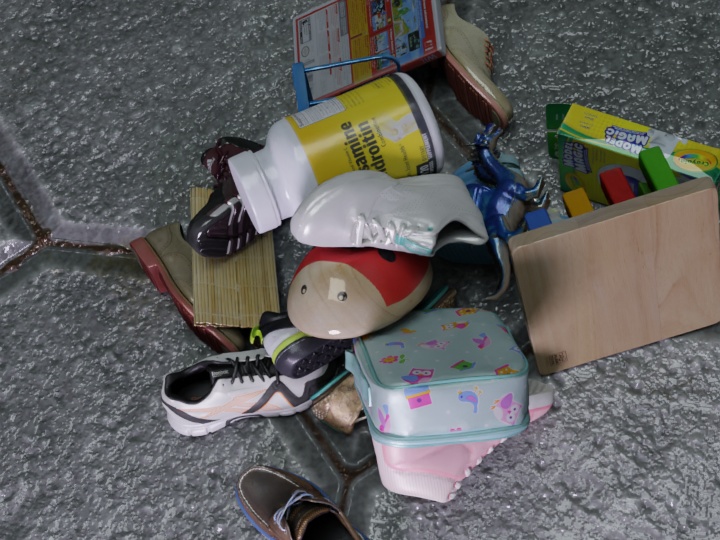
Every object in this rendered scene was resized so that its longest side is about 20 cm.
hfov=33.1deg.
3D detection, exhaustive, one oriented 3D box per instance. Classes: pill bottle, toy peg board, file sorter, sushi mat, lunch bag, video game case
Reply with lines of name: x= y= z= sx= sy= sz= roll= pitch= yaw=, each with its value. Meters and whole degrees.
pill bottle: x=-0.025 y=-0.112 z=1.211 sx=0.199 sy=0.112 sz=0.112 roll=-24 pitch=61 yaw=-8
toy peg board: x=0.249 y=-0.016 z=1.224 sx=0.198 sy=0.200 sz=0.098 roll=-17 pitch=46 yaw=3
file sorter: x=0.002 y=-0.121 z=1.355 sx=0.122 sy=0.139 sz=0.201 roll=-10 pitch=61 yaw=2
sushi mat: x=-0.142 y=-0.015 z=1.357 sx=0.095 sy=0.012 sz=0.201 roll=6 pitch=49 yaw=-17
lunch bag: x=0.069 y=0.099 z=1.157 sx=0.159 sy=0.078 sz=0.200 roll=-8 pitch=17 yaw=-5
video game case: x=0.006 y=-0.283 z=1.465 sx=0.199 sy=0.017 sz=0.144 roll=-19 pitch=59 yaw=26

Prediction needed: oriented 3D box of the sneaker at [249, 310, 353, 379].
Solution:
sneaker: x=-0.025 y=0.038 z=1.280 sx=0.199 sy=0.072 sz=0.083 roll=-24 pitch=62 yaw=-32

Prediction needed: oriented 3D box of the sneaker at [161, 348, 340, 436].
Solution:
sneaker: x=-0.118 y=0.118 z=1.288 sx=0.199 sy=0.080 sz=0.074 roll=-20 pitch=58 yaw=-1

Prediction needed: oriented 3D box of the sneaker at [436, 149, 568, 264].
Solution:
sneaker: x=0.182 y=-0.075 z=1.325 sx=0.199 sy=0.080 sz=0.131 roll=4 pitch=65 yaw=13

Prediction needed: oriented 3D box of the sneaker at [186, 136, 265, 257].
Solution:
sneaker: x=-0.154 y=-0.090 z=1.370 sx=0.115 sy=0.076 sz=0.200 roll=33 pitch=39 yaw=19

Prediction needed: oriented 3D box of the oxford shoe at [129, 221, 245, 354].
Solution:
oxford shoe: x=-0.180 y=0.016 z=1.360 sx=0.075 sy=0.071 sz=0.200 roll=-35 pitch=63 yaw=-15

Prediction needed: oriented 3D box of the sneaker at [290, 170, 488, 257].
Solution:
sneaker: x=0.034 y=-0.045 z=1.160 sx=0.199 sy=0.075 sz=0.089 roll=-9 pitch=48 yaw=-27

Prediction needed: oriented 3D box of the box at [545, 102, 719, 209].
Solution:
box: x=0.287 y=-0.111 z=1.299 sx=0.199 sy=0.117 sz=0.049 roll=23 pitch=69 yaw=22

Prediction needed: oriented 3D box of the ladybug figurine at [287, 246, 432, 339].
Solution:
ladybug figurine: x=0.000 y=0.000 z=1.220 sx=0.135 sy=0.072 sz=0.200 roll=6 pitch=26 yaw=22

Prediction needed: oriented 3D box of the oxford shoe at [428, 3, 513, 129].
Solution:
oxford shoe: x=0.131 y=-0.249 z=1.431 sx=0.074 sy=0.071 sz=0.200 roll=-30 pitch=61 yaw=-8

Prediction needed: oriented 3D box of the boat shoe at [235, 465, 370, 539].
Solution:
boat shoe: x=-0.049 y=0.250 z=1.208 sx=0.199 sy=0.072 sz=0.072 roll=30 pitch=72 yaw=24

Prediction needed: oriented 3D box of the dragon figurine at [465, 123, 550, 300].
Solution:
dragon figurine: x=0.134 y=-0.055 z=1.256 sx=0.099 sy=0.059 sz=0.201 roll=11 pitch=70 yaw=25

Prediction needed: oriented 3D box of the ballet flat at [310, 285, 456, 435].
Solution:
ballet flat: x=0.038 y=0.100 z=1.283 sx=0.200 sy=0.071 sz=0.065 roll=-40 pitch=90 yaw=-7

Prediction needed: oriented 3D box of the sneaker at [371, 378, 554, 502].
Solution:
sneaker: x=0.103 y=0.171 z=1.225 sx=0.199 sy=0.105 sz=0.075 roll=-9 pitch=16 yaw=-22
